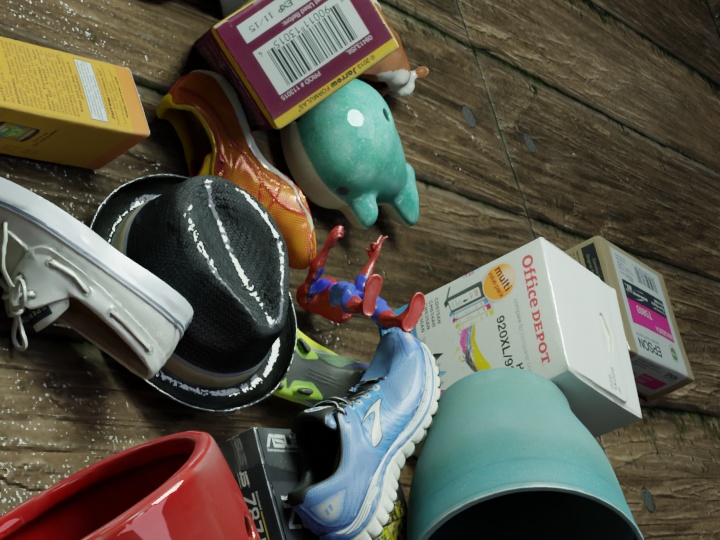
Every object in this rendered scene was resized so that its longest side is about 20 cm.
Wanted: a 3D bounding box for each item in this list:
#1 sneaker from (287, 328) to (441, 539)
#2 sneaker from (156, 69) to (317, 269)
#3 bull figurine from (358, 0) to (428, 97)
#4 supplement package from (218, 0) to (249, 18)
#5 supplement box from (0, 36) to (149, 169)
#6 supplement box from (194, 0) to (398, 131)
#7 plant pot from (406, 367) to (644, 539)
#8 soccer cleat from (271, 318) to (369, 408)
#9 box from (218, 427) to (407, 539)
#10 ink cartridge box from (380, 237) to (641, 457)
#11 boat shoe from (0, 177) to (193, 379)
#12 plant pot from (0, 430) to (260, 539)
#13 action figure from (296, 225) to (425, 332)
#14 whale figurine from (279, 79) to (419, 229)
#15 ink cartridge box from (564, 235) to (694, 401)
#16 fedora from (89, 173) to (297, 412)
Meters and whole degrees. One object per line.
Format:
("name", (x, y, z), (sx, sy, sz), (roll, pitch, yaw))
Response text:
("sneaker", (0.000, 0.121, 1.129), (0.089, 0.078, 0.201), (40, 49, -20))
("sneaker", (-0.111, -0.078, 1.257), (0.201, 0.073, 0.077), (54, 53, -12))
("bull figurine", (-0.001, -0.252, 1.563), (0.199, 0.065, 0.123), (-5, 67, -62))
("supplement package", (-0.064, -0.368, 1.343), (0.192, 0.197, 0.149), (85, -12, -73))
("supplement box", (-0.249, -0.126, 1.052), (0.199, 0.066, 0.070), (3, 64, -58))
("supplement box", (-0.061, -0.200, 1.260), (0.104, 0.130, 0.200), (56, -7, -10))
("plant pot", (0.127, 0.190, 1.211), (0.200, 0.199, 0.189), (45, 22, -29))
("soccer cleat", (-0.053, 0.087, 1.215), (0.199, 0.083, 0.065), (28, 71, -22))
("box", (-0.024, 0.215, 1.163), (0.199, 0.049, 0.163), (15, 51, -55))
("ink cartridge box", (0.144, 0.091, 1.381), (0.144, 0.199, 0.149), (30, 43, -45))
("boat shoe", (-0.218, 0.013, 0.987), (0.201, 0.074, 0.087), (36, 63, -19))
("plant pot", (-0.135, 0.219, 0.827), (0.184, 0.199, 0.200), (64, 29, -6))
("action figure", (0.000, 0.000, 1.239), (0.065, 0.200, 0.100), (24, 80, -20))
("whale figurine", (0.008, -0.117, 1.426), (0.199, 0.103, 0.161), (31, 42, -45))
("ink cartridge box", (0.346, 0.065, 1.864), (0.199, 0.075, 0.167), (23, 47, -51))
("fedora", (-0.113, 0.002, 1.094), (0.198, 0.091, 0.203), (18, 56, -27))
